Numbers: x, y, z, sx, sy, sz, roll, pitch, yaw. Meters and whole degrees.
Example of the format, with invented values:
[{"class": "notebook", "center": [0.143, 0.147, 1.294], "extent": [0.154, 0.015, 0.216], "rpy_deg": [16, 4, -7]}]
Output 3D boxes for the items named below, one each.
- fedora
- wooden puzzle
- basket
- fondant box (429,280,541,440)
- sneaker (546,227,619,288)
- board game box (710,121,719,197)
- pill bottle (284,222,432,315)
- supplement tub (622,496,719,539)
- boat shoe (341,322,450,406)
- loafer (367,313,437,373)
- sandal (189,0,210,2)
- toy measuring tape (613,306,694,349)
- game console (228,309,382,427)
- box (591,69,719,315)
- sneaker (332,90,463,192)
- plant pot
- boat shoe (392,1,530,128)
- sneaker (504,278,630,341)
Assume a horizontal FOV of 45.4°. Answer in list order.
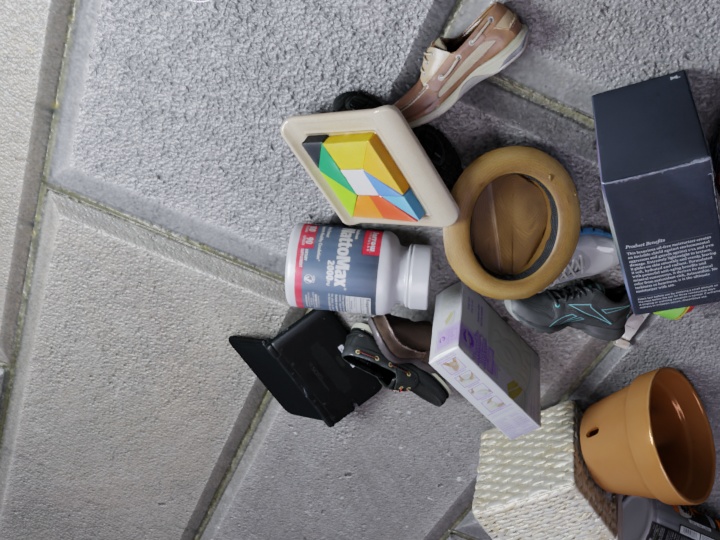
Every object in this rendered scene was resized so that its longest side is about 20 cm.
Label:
[{"class": "fedora", "center": [0.192, -0.065, 1.135], "extent": [0.198, 0.082, 0.203], "rpy_deg": [-2, 105, -6]}, {"class": "wooden puzzle", "center": [0.006, -0.121, 1.087], "extent": [0.199, 0.037, 0.186], "rpy_deg": [2, 137, 45]}, {"class": "basket", "center": [0.302, 0.350, 1.405], "extent": [0.199, 0.199, 0.161], "rpy_deg": [-27, 116, 29]}, {"class": "fondant box", "center": [0.188, 0.133, 1.276], "extent": [0.058, 0.145, 0.200], "rpy_deg": [-32, 118, 32]}, {"class": "sneaker", "center": [0.265, -0.002, 1.191], "extent": [0.197, 0.087, 0.076], "rpy_deg": [-8, 126, 15]}, {"class": "board game box", "center": [0.452, -0.147, 0.962], "extent": [0.061, 0.201, 0.202], "rpy_deg": [11, 130, 0]}, {"class": "pill bottle", "center": [0.000, 0.000, 1.219], "extent": [0.197, 0.120, 0.121], "rpy_deg": [5, 130, 5]}, {"class": "supplement tub", "center": [0.555, 0.472, 1.503], "extent": [0.198, 0.123, 0.123], "rpy_deg": [24, 129, -11]}, {"class": "boat shoe", "center": [0.056, 0.163, 1.369], "extent": [0.201, 0.064, 0.073], "rpy_deg": [36, 151, -17]}, {"class": "loafer", "center": [0.082, 0.096, 1.291], "extent": [0.071, 0.074, 0.199], "rpy_deg": [-38, 149, 19]}, {"class": "sandal", "center": [-0.247, -0.382, 0.995], "extent": [0.202, 0.050, 0.082], "rpy_deg": [40, 125, -21]}, {"class": "toy measuring tape", "center": [0.420, 0.059, 1.223], "extent": [0.073, 0.074, 0.201], "rpy_deg": [19, 130, -6]}, {"class": "game console", "center": [-0.090, 0.152, 1.427], "extent": [0.175, 0.117, 0.201], "rpy_deg": [-36, 121, -1]}, {"class": "box", "center": [0.355, -0.094, 1.025], "extent": [0.122, 0.201, 0.200], "rpy_deg": [-11, 126, 19]}, {"class": "sneaker", "center": [0.043, -0.154, 1.126], "extent": [0.199, 0.076, 0.091], "rpy_deg": [30, 138, -5]}, {"class": "plant pot", "center": [0.430, 0.262, 1.316], "extent": [0.139, 0.201, 0.200], "rpy_deg": [-23, 123, 41]}, {"class": "boat shoe", "center": [0.106, -0.246, 1.033], "extent": [0.199, 0.076, 0.072], "rpy_deg": [-35, 113, 22]}, {"class": "sneaker", "center": [0.298, 0.044, 1.229], "extent": [0.198, 0.076, 0.080], "rpy_deg": [7, 121, -20]}]
